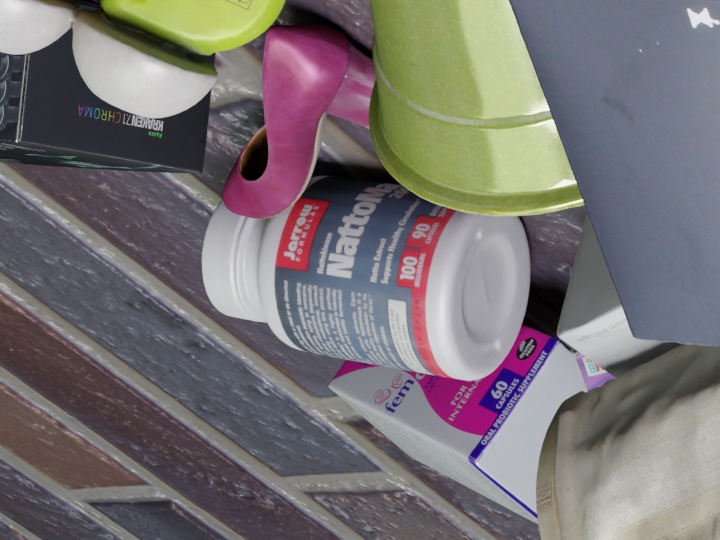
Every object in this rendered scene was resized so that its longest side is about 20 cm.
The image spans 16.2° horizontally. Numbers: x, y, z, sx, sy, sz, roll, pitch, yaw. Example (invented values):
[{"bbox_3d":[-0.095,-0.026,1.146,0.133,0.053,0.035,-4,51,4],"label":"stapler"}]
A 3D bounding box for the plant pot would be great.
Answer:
[{"bbox_3d":[0.073,-0.162,1.219,0.199,0.200,0.190,9,141,30],"label":"plant pot"}]

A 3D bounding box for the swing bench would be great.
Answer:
[{"bbox_3d":[0.217,0.131,1.304,0.200,0.130,0.199,38,140,-17],"label":"swing bench"}]

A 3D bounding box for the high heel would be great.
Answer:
[{"bbox_3d":[-0.060,-0.094,1.587,0.096,0.068,0.200,23,153,-23],"label":"high heel"}]

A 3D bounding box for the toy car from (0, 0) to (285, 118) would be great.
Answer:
[{"bbox_3d":[-0.129,-0.192,1.385,0.199,0.176,0.150,24,-169,-1],"label":"toy car"}]

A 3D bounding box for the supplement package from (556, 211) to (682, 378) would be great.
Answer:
[{"bbox_3d":[0.252,0.002,1.370,0.200,0.148,0.191,34,143,-22],"label":"supplement package"}]

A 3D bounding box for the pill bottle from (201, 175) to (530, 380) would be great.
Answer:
[{"bbox_3d":[0.000,0.000,1.672,0.199,0.120,0.120,8,152,31],"label":"pill bottle"}]

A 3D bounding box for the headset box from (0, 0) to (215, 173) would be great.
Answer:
[{"bbox_3d":[-0.211,-0.117,1.576,0.199,0.093,0.174,6,179,37],"label":"headset box"}]

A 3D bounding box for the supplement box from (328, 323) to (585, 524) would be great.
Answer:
[{"bbox_3d":[0.083,0.090,1.736,0.103,0.101,0.200,40,170,-30],"label":"supplement box"}]

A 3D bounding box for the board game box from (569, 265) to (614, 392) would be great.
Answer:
[{"bbox_3d":[0.207,0.092,1.570,0.102,0.105,0.201,-15,119,13],"label":"board game box"}]

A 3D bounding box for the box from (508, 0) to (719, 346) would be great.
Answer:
[{"bbox_3d":[0.184,-0.101,1.134,0.117,0.200,0.197,4,130,38],"label":"box"}]
